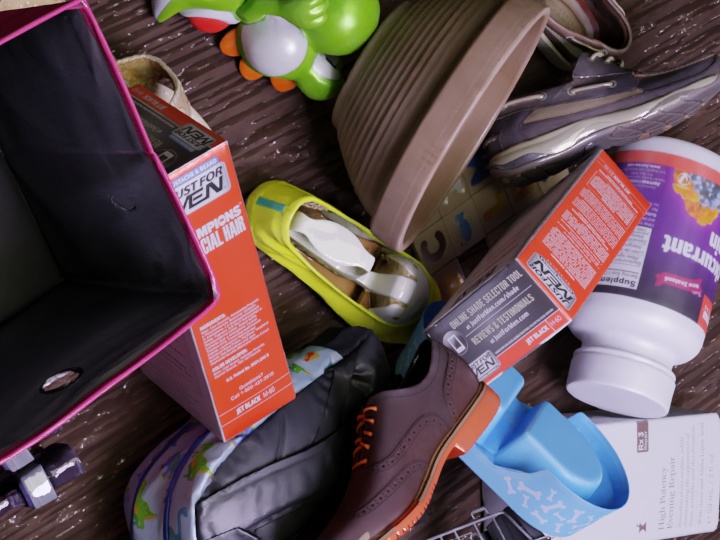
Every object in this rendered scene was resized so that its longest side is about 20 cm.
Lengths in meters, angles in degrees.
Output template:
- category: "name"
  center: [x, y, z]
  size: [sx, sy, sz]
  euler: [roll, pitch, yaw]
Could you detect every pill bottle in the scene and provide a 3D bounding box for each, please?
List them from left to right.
- category: "pill bottle"
  center: [0.223, 0.007, 1.486]
  size: [0.111, 0.111, 0.202]
  euler: [27, 72, -35]

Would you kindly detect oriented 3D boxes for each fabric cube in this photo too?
- category: "fabric cube"
  center: [-0.238, -0.022, 1.091]
  size: [0.196, 0.198, 0.202]
  euler: [-36, 113, -31]

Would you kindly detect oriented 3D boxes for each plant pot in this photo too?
- category: "plant pot"
  center: [0.043, -0.121, 1.328]
  size: [0.092, 0.201, 0.202]
  euler: [32, 69, 7]

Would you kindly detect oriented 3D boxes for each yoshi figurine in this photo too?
- category: "yoshi figurine"
  center: [-0.061, -0.200, 1.273]
  size: [0.200, 0.111, 0.113]
  euler: [41, 63, -35]

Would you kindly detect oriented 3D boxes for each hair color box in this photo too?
- category: "hair color box"
  center: [-0.113, -0.004, 1.203]
  size: [0.064, 0.111, 0.201]
  euler: [-32, 130, -22]
- category: "hair color box"
  center: [0.130, -0.003, 1.369]
  size: [0.061, 0.101, 0.200]
  euler: [48, 36, -3]

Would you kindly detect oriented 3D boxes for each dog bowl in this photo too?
- category: "dog bowl"
  center: [0.106, 0.111, 1.372]
  size: [0.200, 0.050, 0.111]
  euler: [44, 25, 2]

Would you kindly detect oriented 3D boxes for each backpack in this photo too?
- category: "backpack"
  center: [-0.062, 0.151, 1.282]
  size: [0.200, 0.152, 0.165]
  euler: [-46, 126, -49]

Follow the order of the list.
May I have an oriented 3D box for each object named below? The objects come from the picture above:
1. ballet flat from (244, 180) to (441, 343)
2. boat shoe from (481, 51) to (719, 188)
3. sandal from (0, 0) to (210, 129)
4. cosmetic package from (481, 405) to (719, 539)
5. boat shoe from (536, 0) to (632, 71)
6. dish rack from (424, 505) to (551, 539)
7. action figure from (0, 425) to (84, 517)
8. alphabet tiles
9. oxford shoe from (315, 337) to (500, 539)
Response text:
- category: "ballet flat"
  center: [0.000, 0.000, 1.353]
  size: [0.199, 0.067, 0.067]
  euler: [34, 75, -34]
- category: "boat shoe"
  center: [0.181, -0.131, 1.435]
  size: [0.198, 0.075, 0.074]
  euler: [-21, 79, -8]
- category: "sandal"
  center: [-0.150, -0.109, 1.232]
  size: [0.212, 0.069, 0.078]
  euler: [43, 68, -31]
- category: "cosmetic package"
  center: [0.193, 0.164, 1.507]
  size: [0.198, 0.074, 0.103]
  euler: [-4, 95, -38]
- category: "boat shoe"
  center: [0.135, -0.228, 1.436]
  size: [0.202, 0.074, 0.075]
  euler: [35, 72, -33]
- category: "dish rack"
  center: [0.033, 0.236, 1.336]
  size: [0.199, 0.154, 0.055]
  euler: [-10, 56, -49]
- category: "action figure"
  center: [-0.264, 0.159, 1.167]
  size: [0.199, 0.069, 0.131]
  euler: [-37, 120, -26]
- category: "alphabet tiles"
  center: [0.095, -0.064, 1.460]
  size: [0.167, 0.008, 0.202]
  euler: [-35, 113, -30]
- category: "oxford shoe"
  center: [0.013, 0.125, 1.241]
  size: [0.073, 0.071, 0.200]
  euler: [49, 49, -9]
